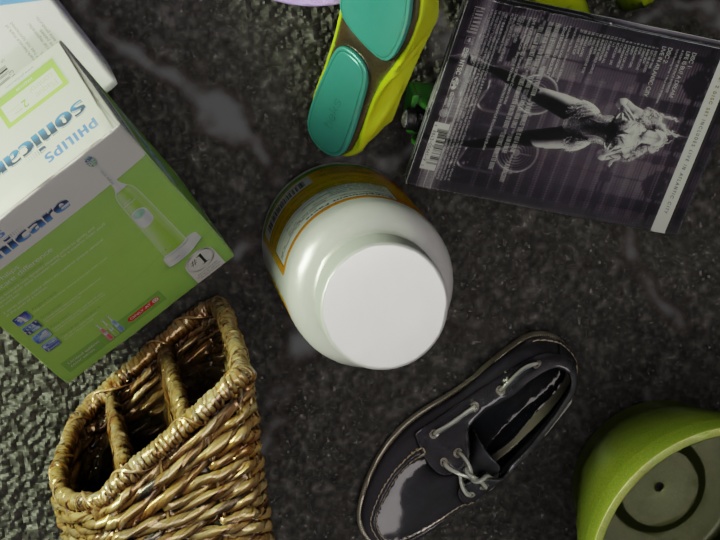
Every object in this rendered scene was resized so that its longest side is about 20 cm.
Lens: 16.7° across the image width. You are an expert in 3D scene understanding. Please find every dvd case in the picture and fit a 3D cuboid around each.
[{"bbox_3d":[0.144,-0.104,1.647,0.199,0.016,0.149,10,123,-13],"label":"dvd case"}]

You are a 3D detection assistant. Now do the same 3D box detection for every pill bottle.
[{"bbox_3d":[0.000,0.000,1.622,0.110,0.200,0.112,-2,104,-9],"label":"pill bottle"}]

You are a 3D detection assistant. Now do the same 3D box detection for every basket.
[{"bbox_3d":[-0.138,0.115,1.627,0.142,0.200,0.150,-9,107,-6],"label":"basket"}]

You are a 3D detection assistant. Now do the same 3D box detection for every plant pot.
[{"bbox_3d":[0.230,0.178,1.706,0.199,0.193,0.202,-2,103,-9],"label":"plant pot"}]

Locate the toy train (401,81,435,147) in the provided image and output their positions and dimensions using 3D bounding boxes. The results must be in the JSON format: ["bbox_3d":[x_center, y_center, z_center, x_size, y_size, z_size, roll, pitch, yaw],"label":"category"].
[{"bbox_3d":[0.123,-0.099,1.694,0.199,0.056,0.042,6,117,-11],"label":"toy train"}]

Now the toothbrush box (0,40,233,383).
[{"bbox_3d":[-0.191,-0.033,1.586,0.145,0.200,0.086,-38,61,1],"label":"toothbrush box"}]

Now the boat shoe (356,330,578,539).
[{"bbox_3d":[0.076,0.124,1.735,0.200,0.063,0.073,-44,106,3],"label":"boat shoe"}]

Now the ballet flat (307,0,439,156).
[{"bbox_3d":[0.017,-0.154,1.619,0.067,0.200,0.067,-29,67,-34],"label":"ballet flat"}]

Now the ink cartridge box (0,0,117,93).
[{"bbox_3d":[-0.282,-0.122,1.607,0.200,0.084,0.145,-38,106,0],"label":"ink cartridge box"}]

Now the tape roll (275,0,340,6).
[{"bbox_3d":[-0.033,-0.278,1.623,0.199,0.066,0.201,-2,103,-10],"label":"tape roll"}]

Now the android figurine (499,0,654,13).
[{"bbox_3d":[0.135,-0.249,1.637,0.182,0.041,0.201,-36,119,-26],"label":"android figurine"}]
